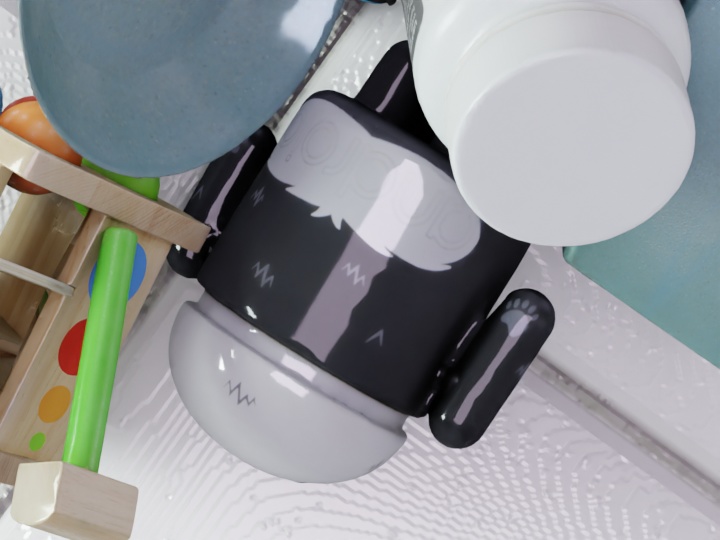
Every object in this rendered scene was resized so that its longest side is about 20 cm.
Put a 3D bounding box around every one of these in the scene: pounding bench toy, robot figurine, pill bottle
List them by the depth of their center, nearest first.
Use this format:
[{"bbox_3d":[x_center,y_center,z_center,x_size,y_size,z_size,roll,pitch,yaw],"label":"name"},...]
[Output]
[{"bbox_3d":[0.074,-0.107,1.017,0.113,0.200,0.113,-3,130,-3],"label":"pill bottle"},{"bbox_3d":[-0.142,0.010,1.062,0.200,0.124,0.156,30,93,36],"label":"pounding bench toy"},{"bbox_3d":[-0.001,0.000,1.109,0.125,0.150,0.200,31,91,-28],"label":"robot figurine"}]

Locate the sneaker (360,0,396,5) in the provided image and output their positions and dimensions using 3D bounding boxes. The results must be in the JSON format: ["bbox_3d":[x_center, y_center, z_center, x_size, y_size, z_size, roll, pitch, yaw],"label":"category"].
[{"bbox_3d":[0.023,-0.169,1.136,0.200,0.073,0.082,-8,112,4],"label":"sneaker"}]

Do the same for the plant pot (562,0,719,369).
[{"bbox_3d":[0.181,-0.066,1.101,0.141,0.141,0.200,35,99,-1],"label":"plant pot"}]

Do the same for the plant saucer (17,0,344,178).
[{"bbox_3d":[-0.078,-0.140,1.040,0.039,0.201,0.201,27,93,35],"label":"plant saucer"}]
